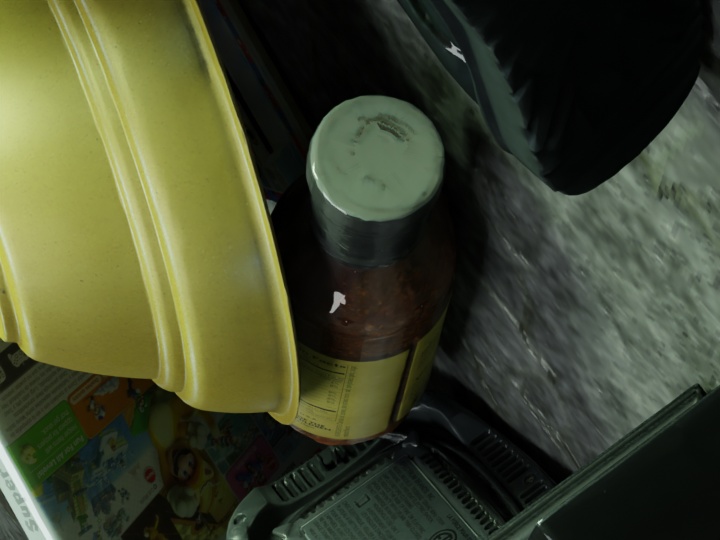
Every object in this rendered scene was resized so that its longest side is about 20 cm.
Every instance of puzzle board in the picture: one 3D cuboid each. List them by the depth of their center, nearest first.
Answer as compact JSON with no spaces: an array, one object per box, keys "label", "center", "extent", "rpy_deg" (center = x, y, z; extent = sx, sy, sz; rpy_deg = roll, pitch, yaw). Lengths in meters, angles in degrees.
[{"label":"puzzle board","center":[-0.083,-0.108,1.017],"extent":[0.201,0.017,0.151],"rpy_deg":[59,165,-20]}]

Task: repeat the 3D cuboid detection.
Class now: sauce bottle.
[{"label":"sauce bottle","center":[0.000,0.000,0.912],"extent":[0.066,0.066,0.200],"rpy_deg":[50,162,13]}]

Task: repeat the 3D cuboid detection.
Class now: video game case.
[{"label":"video game case","center":[-0.084,0.034,1.017],"extent":[0.018,0.143,0.201],"rpy_deg":[-14,109,42]}]

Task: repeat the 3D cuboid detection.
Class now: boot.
[{"label":"boot","center":[-0.005,-0.119,0.627],"extent":[0.168,0.076,0.200],"rpy_deg":[42,168,27]}]

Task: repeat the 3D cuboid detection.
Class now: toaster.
[{"label":"toaster","center":[0.035,0.135,1.000],"extent":[0.200,0.113,0.130],"rpy_deg":[44,166,55]}]

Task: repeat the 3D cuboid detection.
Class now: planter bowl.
[{"label":"planter bowl","center":[-0.092,-0.032,0.919],"extent":[0.200,0.083,0.202],"rpy_deg":[160,90,-79]}]

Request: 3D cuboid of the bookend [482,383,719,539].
[{"label":"bookend","center":[0.125,0.099,0.682],"extent":[0.200,0.092,0.199],"rpy_deg":[52,164,15]}]
